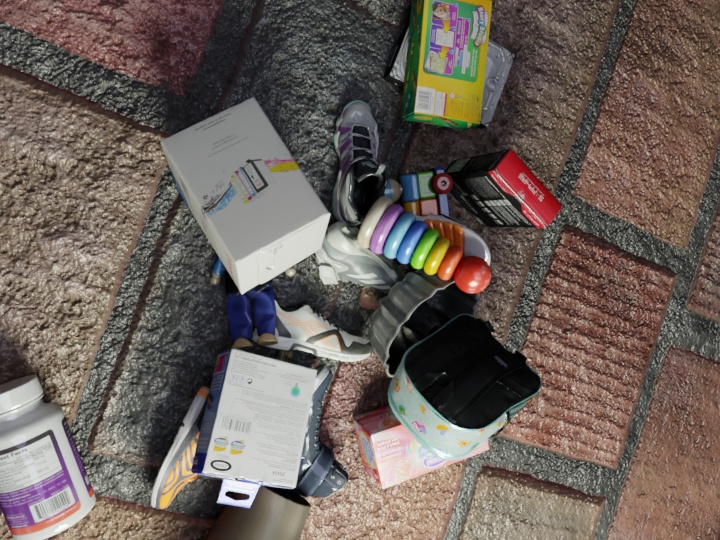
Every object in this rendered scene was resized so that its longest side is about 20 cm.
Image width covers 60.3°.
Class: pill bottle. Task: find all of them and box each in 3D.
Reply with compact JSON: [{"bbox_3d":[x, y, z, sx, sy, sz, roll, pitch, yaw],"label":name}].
[{"bbox_3d":[-0.450,0.252,0.847,0.111,0.111,0.201,-19,99,-16],"label":"pill bottle"}]

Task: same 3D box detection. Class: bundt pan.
[{"bbox_3d":[0.093,0.075,0.995,0.201,0.076,0.203,-29,142,-26],"label":"bundt pan"}]

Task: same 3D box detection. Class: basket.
[{"bbox_3d":[-0.167,0.423,0.930,0.136,0.180,0.201,38,74,-42],"label":"basket"}]

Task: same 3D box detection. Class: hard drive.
[{"bbox_3d":[0.153,-0.344,1.046,0.199,0.038,0.140,23,87,-19],"label":"hard drive"}]

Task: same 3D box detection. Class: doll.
[{"bbox_3d":[-0.164,0.014,0.939,0.136,0.048,0.201,-12,77,7],"label":"doll"}]

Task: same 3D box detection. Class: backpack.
[{"bbox_3d":[0.139,0.180,0.922,0.199,0.154,0.176,-20,59,-46],"label":"backpack"}]

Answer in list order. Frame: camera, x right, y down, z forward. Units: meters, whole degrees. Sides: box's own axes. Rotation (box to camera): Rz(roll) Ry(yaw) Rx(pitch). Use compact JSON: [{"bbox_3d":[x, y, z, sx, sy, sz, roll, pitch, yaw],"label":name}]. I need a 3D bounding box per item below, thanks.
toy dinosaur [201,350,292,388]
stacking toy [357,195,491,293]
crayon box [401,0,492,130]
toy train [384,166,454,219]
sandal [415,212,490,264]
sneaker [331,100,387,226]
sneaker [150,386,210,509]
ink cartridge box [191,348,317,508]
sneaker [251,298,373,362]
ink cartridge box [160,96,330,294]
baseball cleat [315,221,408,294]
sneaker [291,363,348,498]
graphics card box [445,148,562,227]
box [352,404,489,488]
[{"bbox_3d":[-0.192,0.182,0.964,0.200,0.047,0.088,-43,112,-8],"label":"toy dinosaur"},{"bbox_3d":[0.097,-0.027,0.908,0.199,0.085,0.086,31,83,10],"label":"stacking toy"},{"bbox_3d":[0.137,-0.337,0.991,0.118,0.058,0.201,5,92,-19],"label":"crayon box"},{"bbox_3d":[0.096,-0.064,1.027,0.115,0.085,0.201,-8,96,-7],"label":"toy train"},{"bbox_3d":[0.112,-0.058,0.967,0.059,0.206,0.080,-37,142,-51],"label":"sandal"},{"bbox_3d":[0.009,-0.169,0.954,0.077,0.140,0.202,0,94,-17],"label":"sneaker"},{"bbox_3d":[-0.229,0.281,0.919,0.112,0.078,0.201,26,100,-7],"label":"sneaker"},{"bbox_3d":[-0.151,0.225,0.870,0.136,0.076,0.201,18,67,-22],"label":"ink cartridge box"},{"bbox_3d":[-0.069,0.095,0.983,0.199,0.074,0.081,14,87,-19],"label":"sneaker"},{"bbox_3d":[-0.157,-0.099,0.868,0.144,0.147,0.201,-30,79,-16],"label":"ink cartridge box"},{"bbox_3d":[0.000,0.000,1.011,0.106,0.070,0.200,-37,121,21],"label":"baseball cleat"},{"bbox_3d":[-0.063,0.262,0.985,0.146,0.077,0.203,32,93,-6],"label":"sneaker"},{"bbox_3d":[0.217,-0.126,0.996,0.125,0.200,0.051,43,81,-15],"label":"graphics card box"},{"bbox_3d":[0.101,0.272,1.034,0.199,0.103,0.095,-14,98,-18],"label":"box"}]
